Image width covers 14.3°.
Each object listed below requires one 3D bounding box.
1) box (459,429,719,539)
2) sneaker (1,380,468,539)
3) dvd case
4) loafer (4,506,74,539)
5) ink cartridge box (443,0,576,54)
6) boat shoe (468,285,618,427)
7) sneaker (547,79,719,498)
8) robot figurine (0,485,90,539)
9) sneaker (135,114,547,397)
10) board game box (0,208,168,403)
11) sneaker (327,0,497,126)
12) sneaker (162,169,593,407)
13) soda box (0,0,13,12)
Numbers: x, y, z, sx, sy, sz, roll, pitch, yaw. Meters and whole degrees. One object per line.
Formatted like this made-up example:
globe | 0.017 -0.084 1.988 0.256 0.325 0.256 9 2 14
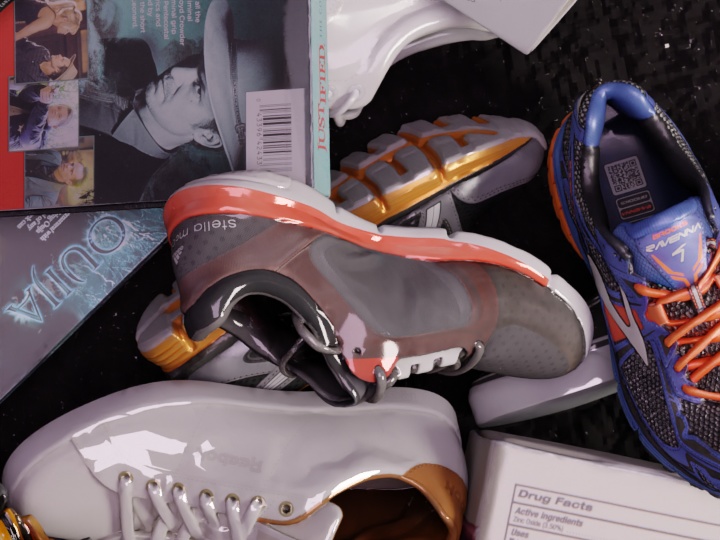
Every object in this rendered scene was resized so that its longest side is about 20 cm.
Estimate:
box | 0.093 0.179 1.249 0.127 0.109 0.201 12 89 -4
sneaker | -0.052 0.096 1.216 0.199 0.085 0.073 -6 132 -4
dvd case | -0.108 -0.096 1.212 0.199 0.022 0.147 -4 86 23
loafer | -0.084 0.157 1.258 0.200 0.072 0.063 27 80 1
ink cartridge box | 0.034 -0.210 1.231 0.200 0.084 0.144 32 55 -2
boat shoe | 0.134 0.010 1.277 0.199 0.071 0.064 -23 82 -6
sneaker | 0.129 0.006 1.197 0.075 0.078 0.200 -25 68 -4
robot figurine | -0.171 0.183 1.209 0.145 0.058 0.200 41 119 -3
sneaker | 0.000 0.000 1.267 0.200 0.078 0.077 -33 107 -1
board game box | -0.192 0.000 1.270 0.200 0.028 0.135 -44 93 -4
sneaker | -0.025 -0.096 1.257 0.199 0.073 0.071 -25 86 -7
sneaker | 0.006 0.026 1.178 0.199 0.077 0.082 16 58 -25
soda box | -0.238 -0.090 1.212 0.200 0.063 0.071 -41 61 14
